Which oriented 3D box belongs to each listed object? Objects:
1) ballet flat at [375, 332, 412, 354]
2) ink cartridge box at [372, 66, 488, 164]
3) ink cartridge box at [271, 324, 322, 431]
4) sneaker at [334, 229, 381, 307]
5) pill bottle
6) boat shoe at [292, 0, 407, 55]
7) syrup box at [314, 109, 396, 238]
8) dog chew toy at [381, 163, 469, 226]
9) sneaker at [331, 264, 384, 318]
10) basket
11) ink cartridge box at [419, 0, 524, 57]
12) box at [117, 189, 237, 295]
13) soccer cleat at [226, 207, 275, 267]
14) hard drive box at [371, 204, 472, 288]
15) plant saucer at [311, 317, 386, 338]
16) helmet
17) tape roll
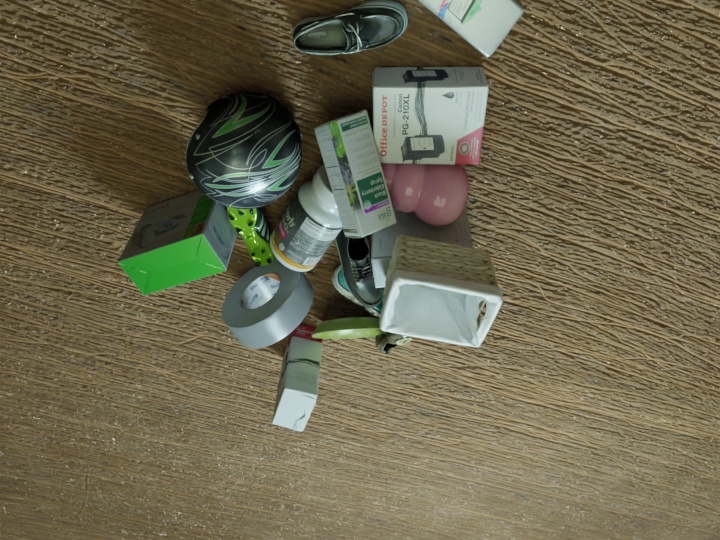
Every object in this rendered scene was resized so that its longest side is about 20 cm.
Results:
[{"bbox_3d":[0.076,0.161,1.294,0.065,0.048,0.200,0,167,-17],"label":"ballet flat"},{"bbox_3d":[0.116,-0.271,1.007,0.192,0.086,0.148,1,130,4],"label":"ink cartridge box"},{"bbox_3d":[-0.151,0.257,1.390,0.081,0.203,0.148,15,130,-10],"label":"ink cartridge box"},{"bbox_3d":[0.000,0.000,1.189,0.073,0.106,0.205,-25,109,-6],"label":"sneaker"},{"bbox_3d":[-0.092,-0.103,1.141,0.114,0.118,0.201,26,127,-18],"label":"pill bottle"},{"bbox_3d":[-0.018,-0.382,0.931,0.193,0.072,0.074,-9,130,10],"label":"boat shoe"},{"bbox_3d":[-0.008,-0.168,1.020,0.077,0.081,0.206,-22,103,-24],"label":"syrup box"},{"bbox_3d":[0.103,-0.162,1.084,0.193,0.126,0.127,16,131,1],"label":"dog chew toy"},{"bbox_3d":[0.028,0.045,1.290,0.197,0.078,0.080,29,113,-24],"label":"sneaker"},{"bbox_3d":[0.139,0.035,1.033,0.193,0.126,0.138,11,133,-5],"label":"basket"},{"bbox_3d":[0.134,-0.428,0.834,0.196,0.147,0.084,30,127,-21],"label":"ink cartridge box"},{"bbox_3d":[-0.352,-0.065,1.147,0.194,0.180,0.098,-15,130,16],"label":"box"},{"bbox_3d":[-0.222,-0.100,1.171,0.065,0.083,0.204,-9,131,8],"label":"soccer cleat"},{"bbox_3d":[0.121,-0.055,1.143,0.192,0.159,0.078,-4,133,8],"label":"hard drive box"},{"bbox_3d":[-0.018,0.134,1.334,0.192,0.032,0.200,-3,167,-1],"label":"plant saucer"},{"bbox_3d":[-0.201,-0.205,1.009,0.192,0.194,0.205,1,132,1],"label":"helmet"},{"bbox_3d":[-0.200,0.066,1.233,0.195,0.204,0.067,-19,128,19],"label":"tape roll"}]
